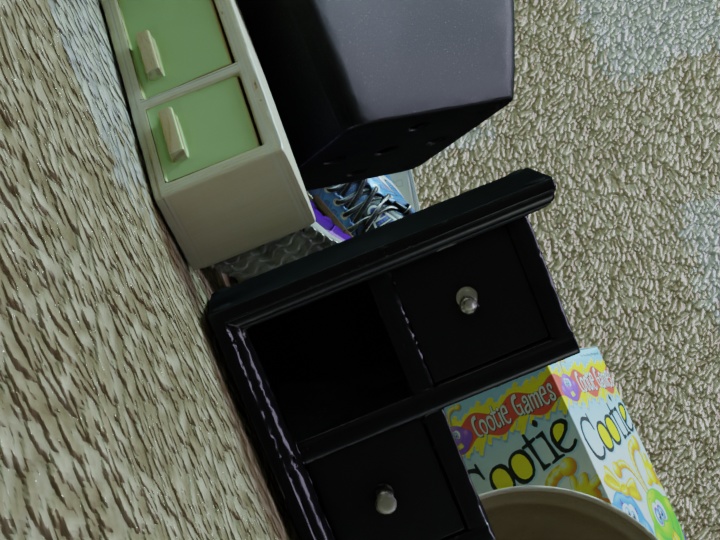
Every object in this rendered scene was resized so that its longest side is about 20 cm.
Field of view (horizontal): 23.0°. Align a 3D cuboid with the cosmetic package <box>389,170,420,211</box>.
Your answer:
[{"bbox_3d":[-0.006,-0.077,1.530,0.200,0.103,0.087,-96,175,-66],"label":"cosmetic package"}]

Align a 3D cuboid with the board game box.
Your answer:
[{"bbox_3d":[0.146,0.166,1.225,0.103,0.105,0.200,-1,65,-61],"label":"board game box"}]

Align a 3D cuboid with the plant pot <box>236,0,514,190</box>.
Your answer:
[{"bbox_3d":[-0.012,-0.159,1.179,0.200,0.199,0.178,-31,-105,55],"label":"plant pot"}]

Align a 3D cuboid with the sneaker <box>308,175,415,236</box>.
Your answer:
[{"bbox_3d":[0.003,-0.056,1.366,0.200,0.079,0.089,53,-9,-30],"label":"sneaker"}]

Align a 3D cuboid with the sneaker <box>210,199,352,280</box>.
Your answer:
[{"bbox_3d":[-0.046,-0.024,1.110,0.200,0.070,0.100,42,12,-49],"label":"sneaker"}]

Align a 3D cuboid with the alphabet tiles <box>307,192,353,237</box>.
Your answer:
[{"bbox_3d":[0.000,0.000,1.336,0.166,0.006,0.200,49,-6,7],"label":"alphabet tiles"}]

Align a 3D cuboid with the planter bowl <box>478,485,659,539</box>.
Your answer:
[{"bbox_3d":[0.101,0.246,1.093,0.135,0.200,0.200,102,-32,-69],"label":"planter bowl"}]

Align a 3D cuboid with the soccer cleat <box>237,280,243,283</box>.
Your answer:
[{"bbox_3d":[-0.076,-0.025,1.207,0.084,0.065,0.200,23,41,-42],"label":"soccer cleat"}]

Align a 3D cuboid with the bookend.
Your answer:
[{"bbox_3d":[0.042,0.072,0.988,0.092,0.199,0.200,-118,-174,-82],"label":"bookend"}]

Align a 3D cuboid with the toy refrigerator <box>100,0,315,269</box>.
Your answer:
[{"bbox_3d":[-0.093,-0.102,1.018,0.070,0.076,0.200,67,2,-48],"label":"toy refrigerator"}]
